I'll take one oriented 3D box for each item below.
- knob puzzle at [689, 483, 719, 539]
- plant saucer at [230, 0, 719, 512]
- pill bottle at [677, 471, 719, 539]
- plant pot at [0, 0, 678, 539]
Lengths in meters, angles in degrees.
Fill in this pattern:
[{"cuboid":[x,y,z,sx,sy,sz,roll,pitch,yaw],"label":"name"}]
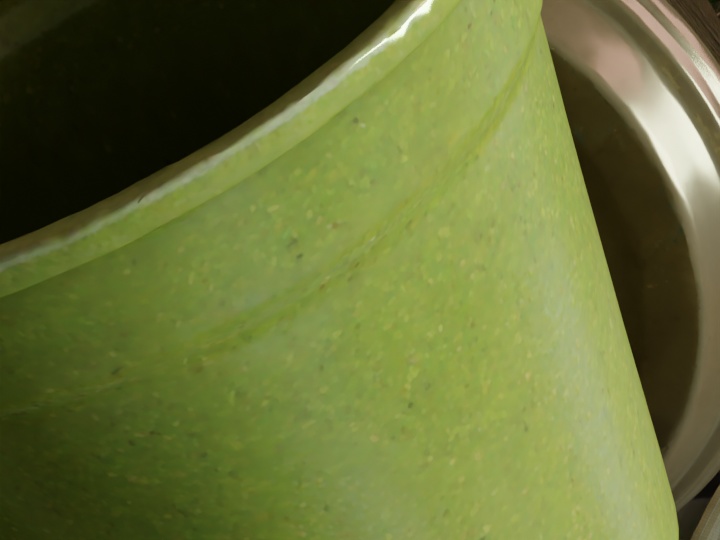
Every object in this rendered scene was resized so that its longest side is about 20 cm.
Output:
[{"cuboid":[0.129,0.124,0.804,0.030,0.221,0.219,14,-12,31],"label":"knob puzzle"},{"cuboid":[0.006,-0.002,0.696,0.201,0.199,0.029,54,33,-12],"label":"plant saucer"},{"cuboid":[0.066,0.040,0.856,0.113,0.112,0.202,17,63,-71],"label":"pill bottle"},{"cuboid":[-0.021,0.011,0.600,0.201,0.199,0.185,-103,167,-58],"label":"plant pot"}]
